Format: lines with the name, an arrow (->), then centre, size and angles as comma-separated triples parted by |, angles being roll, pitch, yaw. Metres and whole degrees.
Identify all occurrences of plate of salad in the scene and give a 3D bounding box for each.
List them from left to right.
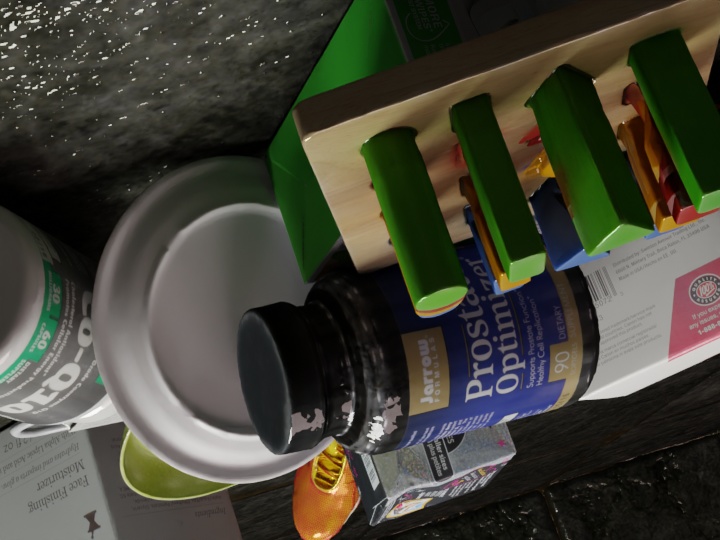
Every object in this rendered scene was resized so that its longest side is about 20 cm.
plate of salad -> -0.077, 0.030, 0.840 | 0.199, 0.202, 0.048 | -8, -179, -33

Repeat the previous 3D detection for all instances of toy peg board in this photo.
toy peg board -> 0.088, -0.032, 0.664 | 0.199, 0.098, 0.199 | -19, 160, 1

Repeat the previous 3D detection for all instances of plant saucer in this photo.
plant saucer -> -0.085, 0.088, 0.961 | 0.199, 0.031, 0.201 | -26, 148, -18

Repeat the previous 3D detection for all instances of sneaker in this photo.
sneaker -> -0.024, 0.161, 1.279 | 0.072, 0.202, 0.077 | 18, -179, 19

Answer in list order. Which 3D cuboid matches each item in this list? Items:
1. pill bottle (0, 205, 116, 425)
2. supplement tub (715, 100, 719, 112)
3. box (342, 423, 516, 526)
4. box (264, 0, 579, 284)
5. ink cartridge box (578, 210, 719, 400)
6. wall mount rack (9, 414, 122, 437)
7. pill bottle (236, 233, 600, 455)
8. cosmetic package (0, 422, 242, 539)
pill bottle -> -0.206, 0.033, 0.824 | 0.112, 0.114, 0.200 | -22, 163, 7
supplement tub -> 0.286, -0.067, 0.989 | 0.199, 0.123, 0.123 | -33, 163, 0
box -> 0.033, 0.085, 1.098 | 0.114, 0.201, 0.132 | -18, 163, -12
box -> 0.061, -0.087, 0.786 | 0.175, 0.097, 0.200 | -8, 159, -26
ink cartridge box -> 0.183, -0.033, 0.904 | 0.146, 0.201, 0.083 | -29, 163, 28
wall mount rack -> -0.174, 0.067, 1.043 | 0.199, 0.075, 0.174 | -11, 164, -27
pill bottle -> 0.033, 0.047, 0.808 | 0.199, 0.113, 0.112 | -11, 161, -24
cosmetic package -> -0.231, 0.228, 1.243 | 0.164, 0.201, 0.165 | -30, 160, 29
